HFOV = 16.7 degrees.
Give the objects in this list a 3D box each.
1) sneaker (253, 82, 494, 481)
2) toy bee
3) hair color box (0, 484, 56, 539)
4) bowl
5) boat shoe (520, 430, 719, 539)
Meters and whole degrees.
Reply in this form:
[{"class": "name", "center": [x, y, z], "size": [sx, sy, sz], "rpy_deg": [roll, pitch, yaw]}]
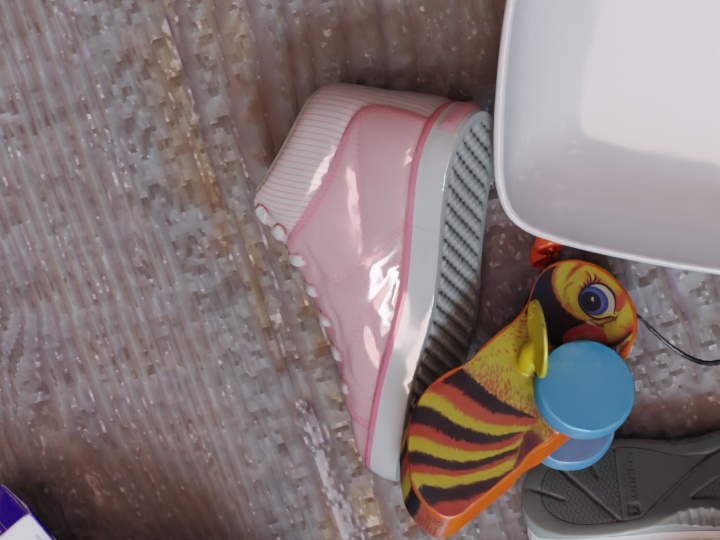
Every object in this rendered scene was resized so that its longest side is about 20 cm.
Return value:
[{"class": "sneaker", "center": [0.000, 0.000, 1.194], "size": [0.105, 0.075, 0.200], "rpy_deg": [18, 119, 21]}, {"class": "toy bee", "center": [0.092, 0.042, 1.185], "size": [0.109, 0.200, 0.131], "rpy_deg": [58, 143, 17]}, {"class": "hair color box", "center": [-0.216, 0.217, 1.232], "size": [0.200, 0.065, 0.109], "rpy_deg": [-42, 112, -12]}, {"class": "bowl", "center": [0.166, -0.105, 1.139], "size": [0.199, 0.075, 0.200], "rpy_deg": [9, 107, 4]}, {"class": "boat shoe", "center": [0.181, 0.121, 1.209], "size": [0.202, 0.075, 0.065], "rpy_deg": [-4, 142, 5]}]
